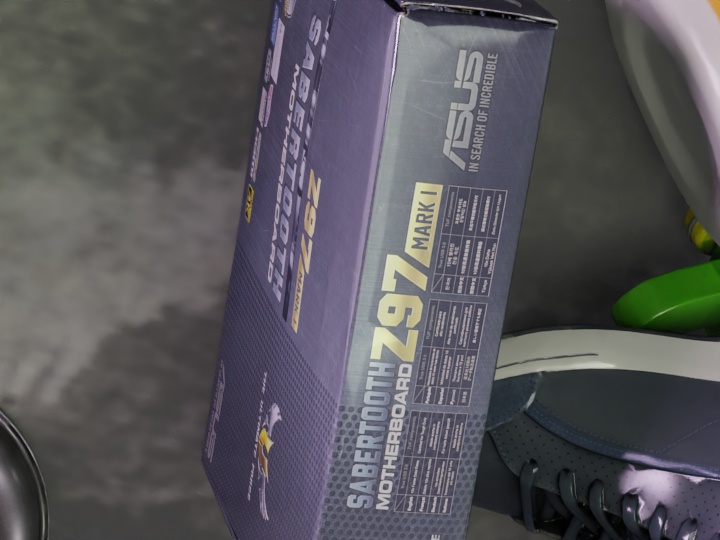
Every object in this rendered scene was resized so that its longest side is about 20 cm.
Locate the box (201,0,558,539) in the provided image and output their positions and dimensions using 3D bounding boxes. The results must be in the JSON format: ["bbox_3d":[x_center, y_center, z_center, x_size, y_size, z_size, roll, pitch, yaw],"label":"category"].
[{"bbox_3d":[0.000,0.000,0.824,0.051,0.158,0.201,4,108,-15],"label":"box"}]

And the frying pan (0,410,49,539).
[{"bbox_3d":[-0.186,0.111,0.887,0.190,0.031,0.115,-40,111,-2],"label":"frying pan"}]

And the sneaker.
[{"bbox_3d":[0.095,0.095,0.866,0.201,0.147,0.077,-2,149,10],"label":"sneaker"}]

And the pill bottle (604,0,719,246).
[{"bbox_3d":[0.187,-0.091,0.865,0.199,0.112,0.112,-25,112,-4],"label":"pill bottle"}]

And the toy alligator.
[{"bbox_3d":[0.177,-0.015,0.922,0.199,0.059,0.054,-26,152,-4],"label":"toy alligator"}]
